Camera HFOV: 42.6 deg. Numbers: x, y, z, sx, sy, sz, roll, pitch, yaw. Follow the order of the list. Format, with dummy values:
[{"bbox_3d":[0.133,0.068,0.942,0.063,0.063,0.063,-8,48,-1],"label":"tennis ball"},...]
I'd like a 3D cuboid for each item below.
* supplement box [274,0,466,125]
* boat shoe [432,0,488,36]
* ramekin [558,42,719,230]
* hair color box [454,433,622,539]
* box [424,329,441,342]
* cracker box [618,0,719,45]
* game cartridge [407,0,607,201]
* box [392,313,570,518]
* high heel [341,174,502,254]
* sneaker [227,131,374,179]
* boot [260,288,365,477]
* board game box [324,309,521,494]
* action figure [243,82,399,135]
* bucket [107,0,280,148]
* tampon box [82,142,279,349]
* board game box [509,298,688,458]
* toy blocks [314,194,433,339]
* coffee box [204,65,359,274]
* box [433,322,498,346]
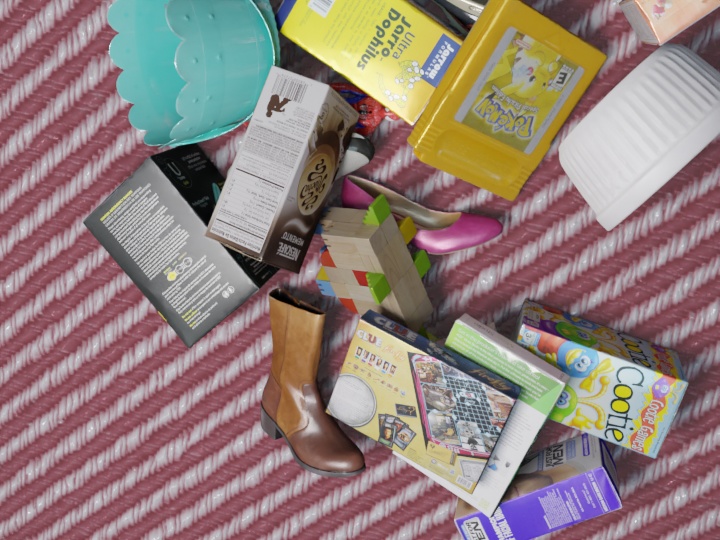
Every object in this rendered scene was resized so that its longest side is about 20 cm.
[{"bbox_3d":[0.016,-0.272,1.061,0.199,0.109,0.110,35,108,1],"label":"supplement box"},{"bbox_3d":[0.090,-0.336,1.041,0.199,0.063,0.071,39,73,-2],"label":"boat shoe"},{"bbox_3d":[0.305,-0.148,0.992,0.105,0.200,0.200,47,109,7],"label":"ramekin"},{"bbox_3d":[0.222,0.280,1.164,0.198,0.109,0.065,-26,98,16],"label":"hair color box"},{"bbox_3d":[0.093,0.155,1.191,0.198,0.048,0.123,31,107,2],"label":"box"},{"bbox_3d":[0.339,-0.292,0.940,0.133,0.200,0.058,-33,96,17],"label":"cracker box"},{"bbox_3d":[0.165,-0.189,1.039,0.175,0.033,0.201,17,112,-36],"label":"game cartridge"},{"bbox_3d":[0.138,0.171,1.087,0.143,0.036,0.202,31,116,16],"label":"box"},{"bbox_3d":[0.072,-0.075,1.125,0.197,0.067,0.097,1,116,25],"label":"high heel"},{"bbox_3d":[-0.070,-0.109,1.130,0.198,0.074,0.081,-18,61,22],"label":"sneaker"},{"bbox_3d":[-0.054,0.142,1.174,0.188,0.068,0.203,32,122,45],"label":"boot"},{"bbox_3d":[0.069,0.150,1.067,0.198,0.035,0.137,27,115,13],"label":"board game box"},{"bbox_3d":[-0.047,-0.197,1.129,0.197,0.052,0.067,4,101,9],"label":"action figure"},{"bbox_3d":[-0.189,-0.250,1.052,0.206,0.133,0.210,32,130,48],"label":"bucket"},{"bbox_3d":[-0.211,-0.036,1.150,0.126,0.150,0.201,-38,94,18],"label":"tampon box"},{"bbox_3d":[0.274,0.126,1.115,0.197,0.105,0.104,20,108,6],"label":"board game box"},{"bbox_3d":[0.000,0.000,1.123,0.135,0.100,0.202,8,135,42],"label":"toy blocks"},{"bbox_3d":[-0.084,-0.109,1.039,0.079,0.113,0.202,22,91,19],"label":"coffee box"},{"bbox_3d":[0.077,0.117,1.138,0.198,0.041,0.039,-20,100,14],"label":"box"}]
